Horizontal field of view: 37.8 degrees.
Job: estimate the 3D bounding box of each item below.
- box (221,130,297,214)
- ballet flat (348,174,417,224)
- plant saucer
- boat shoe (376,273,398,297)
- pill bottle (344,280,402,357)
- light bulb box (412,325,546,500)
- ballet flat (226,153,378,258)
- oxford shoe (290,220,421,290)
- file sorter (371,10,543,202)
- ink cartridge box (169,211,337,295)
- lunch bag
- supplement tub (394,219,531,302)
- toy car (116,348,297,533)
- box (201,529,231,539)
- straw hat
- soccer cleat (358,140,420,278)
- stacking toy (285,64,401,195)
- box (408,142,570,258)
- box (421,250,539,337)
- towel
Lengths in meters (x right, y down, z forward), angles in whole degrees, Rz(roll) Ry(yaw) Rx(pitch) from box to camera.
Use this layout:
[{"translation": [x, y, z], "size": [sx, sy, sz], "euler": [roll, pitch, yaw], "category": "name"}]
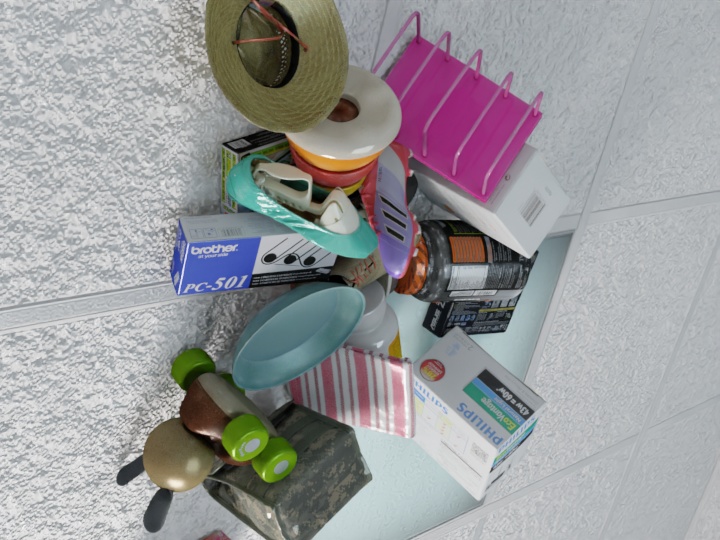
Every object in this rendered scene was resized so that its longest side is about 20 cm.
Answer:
[{"translation": [-0.086, -0.129, 1.318], "size": [0.199, 0.035, 0.111], "euler": [-25, 133, -37], "category": "box"}, {"translation": [-0.004, -0.066, 1.378], "size": [0.199, 0.068, 0.068], "euler": [-29, 118, -6], "category": "ballet flat"}, {"translation": [-0.086, 0.077, 1.352], "size": [0.199, 0.036, 0.201], "euler": [-28, 153, -16], "category": "plant saucer"}, {"translation": [0.036, -0.051, 1.489], "size": [0.059, 0.072, 0.201], "euler": [-28, 129, -29], "category": "boat shoe"}, {"translation": [0.003, 0.109, 1.530], "size": [0.113, 0.112, 0.201], "euler": [-36, 139, -27], "category": "pill bottle"}, {"translation": [0.175, 0.234, 1.713], "size": [0.125, 0.198, 0.201], "euler": [-38, 156, -26], "category": "light bulb box"}, {"translation": [-0.059, -0.076, 1.217], "size": [0.070, 0.199, 0.068], "euler": [-49, -160, 50], "category": "ballet flat"}, {"translation": [0.000, 0.000, 1.416], "size": [0.199, 0.075, 0.071], "euler": [-33, 115, 4], "category": "oxford shoe"}, {"translation": [0.114, -0.209, 1.324], "size": [0.139, 0.199, 0.125], "euler": [-56, 172, -5], "category": "file sorter"}, {"translation": [-0.124, -0.024, 1.269], "size": [0.198, 0.044, 0.094], "euler": [-6, 140, -24], "category": "ink cartridge box"}, {"translation": [-0.112, 0.270, 1.446], "size": [0.164, 0.199, 0.118], "euler": [-40, 126, -29], "category": "lunch bag"}, {"translation": [0.144, -0.014, 1.570], "size": [0.199, 0.123, 0.123], "euler": [0, 117, -27], "category": "supplement tub"}, {"translation": [-0.214, 0.234, 1.338], "size": [0.200, 0.164, 0.158], "euler": [-43, 142, -3], "category": "toy car"}, {"translation": [-0.251, 0.473, 1.506], "size": [0.199, 0.099, 0.096], "euler": [-20, 130, -39], "category": "box"}, {"translation": [-0.111, -0.246, 1.156], "size": [0.200, 0.085, 0.203], "euler": [2, 87, -39], "category": "straw hat"}, {"translation": [0.028, -0.080, 1.306], "size": [0.076, 0.201, 0.067], "euler": [11, 147, -18], "category": "soccer cleat"}, {"translation": [-0.034, -0.133, 1.264], "size": [0.146, 0.146, 0.201], "euler": [-34, 154, -29], "category": "stacking toy"}, {"translation": [0.168, -0.130, 1.475], "size": [0.107, 0.200, 0.152], "euler": [-54, 144, -3], "category": "box"}, {"translation": [0.203, 0.029, 1.760], "size": [0.199, 0.049, 0.162], "euler": [-1, 118, -48], "category": "box"}, {"translation": [-0.014, 0.158, 1.484], "size": [0.030, 0.198, 0.147], "euler": [-59, 154, -46], "category": "towel"}]
